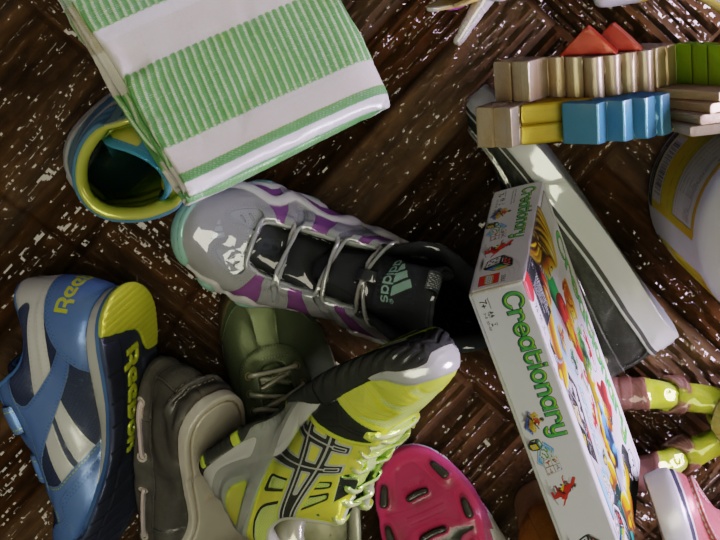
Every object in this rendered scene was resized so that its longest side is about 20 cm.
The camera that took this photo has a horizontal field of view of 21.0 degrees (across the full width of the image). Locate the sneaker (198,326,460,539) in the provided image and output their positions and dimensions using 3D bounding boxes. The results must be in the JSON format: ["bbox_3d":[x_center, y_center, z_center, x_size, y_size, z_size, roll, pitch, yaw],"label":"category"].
[{"bbox_3d":[-0.006,0.095,1.079,0.200,0.075,0.076,-38,77,43],"label":"sneaker"}]

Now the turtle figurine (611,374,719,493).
[{"bbox_3d":[0.239,0.101,1.226,0.161,0.064,0.200,-11,107,-3],"label":"turtle figurine"}]

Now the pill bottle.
[{"bbox_3d":[0.238,-0.029,1.114,0.112,0.200,0.112,-1,103,-4],"label":"pill bottle"}]

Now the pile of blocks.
[{"bbox_3d":[0.162,-0.109,1.098,0.200,0.082,0.062,-9,103,-17],"label":"pile of blocks"}]

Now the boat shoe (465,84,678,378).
[{"bbox_3d":[0.114,-0.019,1.174,0.064,0.071,0.200,-34,104,8],"label":"boat shoe"}]

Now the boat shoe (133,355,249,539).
[{"bbox_3d":[-0.107,0.134,1.193,0.067,0.057,0.200,-27,140,-34],"label":"boat shoe"}]

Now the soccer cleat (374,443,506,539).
[{"bbox_3d":[0.073,0.201,1.240,0.070,0.086,0.200,-32,83,6],"label":"soccer cleat"}]

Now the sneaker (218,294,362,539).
[{"bbox_3d":[-0.036,0.103,1.182,0.067,0.090,0.200,-15,107,-5],"label":"sneaker"}]

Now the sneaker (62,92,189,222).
[{"bbox_3d":[-0.086,-0.099,1.099,0.080,0.131,0.200,43,97,-15],"label":"sneaker"}]

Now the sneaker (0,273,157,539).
[{"bbox_3d":[-0.172,0.088,1.175,0.082,0.074,0.200,15,116,18],"label":"sneaker"}]

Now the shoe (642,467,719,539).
[{"bbox_3d":[0.241,0.175,1.204,0.091,0.072,0.200,-20,135,10],"label":"shoe"}]

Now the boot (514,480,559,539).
[{"bbox_3d":[0.167,0.225,1.212,0.071,0.144,0.201,-40,106,7],"label":"boot"}]

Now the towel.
[{"bbox_3d":[-0.089,-0.145,1.067,0.153,0.023,0.200,-28,77,-27],"label":"towel"}]

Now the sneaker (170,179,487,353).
[{"bbox_3d":[0.000,0.000,1.113,0.200,0.140,0.078,16,88,-24],"label":"sneaker"}]

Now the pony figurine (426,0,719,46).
[{"bbox_3d":[0.137,-0.220,1.091,0.200,0.167,0.193,-4,118,-22],"label":"pony figurine"}]

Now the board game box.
[{"bbox_3d":[0.114,0.065,1.110,0.035,0.126,0.200,-14,114,17],"label":"board game box"}]
